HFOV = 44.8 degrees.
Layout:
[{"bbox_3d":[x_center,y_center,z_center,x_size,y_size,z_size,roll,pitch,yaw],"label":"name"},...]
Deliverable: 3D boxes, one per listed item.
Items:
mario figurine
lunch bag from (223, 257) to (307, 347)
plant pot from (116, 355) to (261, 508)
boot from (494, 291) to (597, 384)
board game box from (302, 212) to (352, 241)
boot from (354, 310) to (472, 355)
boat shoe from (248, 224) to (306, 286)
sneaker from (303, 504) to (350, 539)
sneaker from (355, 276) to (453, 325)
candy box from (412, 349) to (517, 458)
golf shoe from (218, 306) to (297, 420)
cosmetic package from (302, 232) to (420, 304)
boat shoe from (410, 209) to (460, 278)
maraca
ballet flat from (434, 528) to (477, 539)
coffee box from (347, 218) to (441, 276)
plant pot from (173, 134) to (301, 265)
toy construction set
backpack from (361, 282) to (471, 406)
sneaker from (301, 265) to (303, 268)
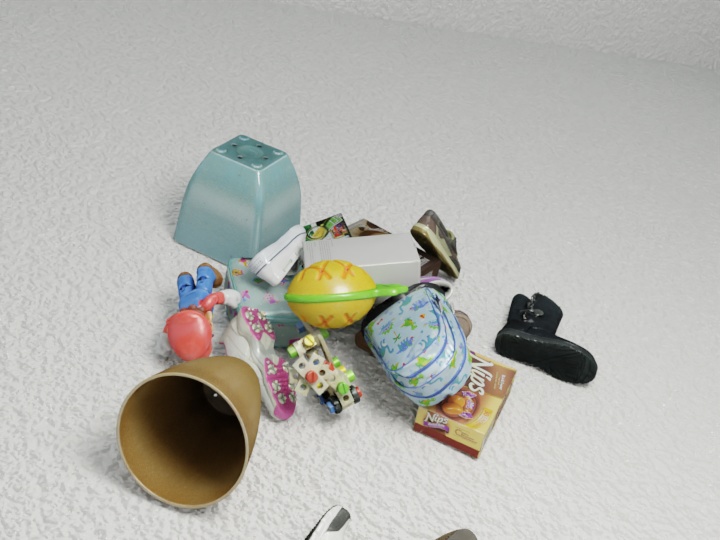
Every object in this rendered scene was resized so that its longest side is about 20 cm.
[{"bbox_3d":[-0.267,0.083,1.435,0.105,0.124,0.201,25,30,-20],"label":"mario figurine"},{"bbox_3d":[-0.158,0.051,1.550,0.157,0.078,0.201,2,33,-17],"label":"lunch bag"},{"bbox_3d":[-0.212,0.197,1.223,0.183,0.190,0.200,18,18,8],"label":"plant pot"},{"bbox_3d":[0.362,0.118,1.643,0.197,0.078,0.168,17,35,18],"label":"boot"},{"bbox_3d":[-0.054,-0.024,1.642,0.103,0.024,0.201,-22,46,-4],"label":"board game box"},{"bbox_3d":[0.102,0.108,1.574,0.196,0.072,0.146,1,12,16],"label":"boot"},{"bbox_3d":[-0.136,-0.020,1.552,0.067,0.073,0.200,48,29,-2],"label":"boat shoe"},{"bbox_3d":[-0.051,0.381,1.089,0.079,0.074,0.201,32,38,3],"label":"sneaker"},{"bbox_3d":[0.071,0.049,1.569,0.197,0.074,0.114,-17,3,-9],"label":"sneaker"},{"bbox_3d":[0.177,0.212,1.443,0.115,0.057,0.200,22,34,16],"label":"candy box"},{"bbox_3d":[-0.165,0.159,1.394,0.075,0.091,0.202,22,36,-53],"label":"golf shoe"},{"bbox_3d":[0.000,0.000,1.507,0.196,0.086,0.108,-3,29,-4],"label":"cosmetic package"},{"bbox_3d":[0.164,-0.051,1.744,0.071,0.066,0.201,29,-11,37],"label":"boat shoe"},{"bbox_3d":[-0.024,0.036,1.393,0.196,0.109,0.137,-4,7,-12],"label":"maraca"},{"bbox_3d":[0.071,0.392,1.134,0.198,0.046,0.068,-19,74,-33],"label":"ballet flat"},{"bbox_3d":[0.045,-0.015,1.731,0.198,0.081,0.112,30,34,25],"label":"coffee box"},{"bbox_3d":[-0.228,-0.146,1.719,0.194,0.203,0.196,23,32,16],"label":"plant pot"},{"bbox_3d":[-0.062,0.152,1.365,0.091,0.133,0.200,-24,12,0],"label":"toy construction set"},{"bbox_3d":[0.093,0.120,1.387,0.162,0.154,0.202,-30,53,6],"label":"backpack"},{"bbox_3d":[-0.034,0.029,1.660,0.197,0.073,0.083,20,47,20],"label":"sneaker"}]
